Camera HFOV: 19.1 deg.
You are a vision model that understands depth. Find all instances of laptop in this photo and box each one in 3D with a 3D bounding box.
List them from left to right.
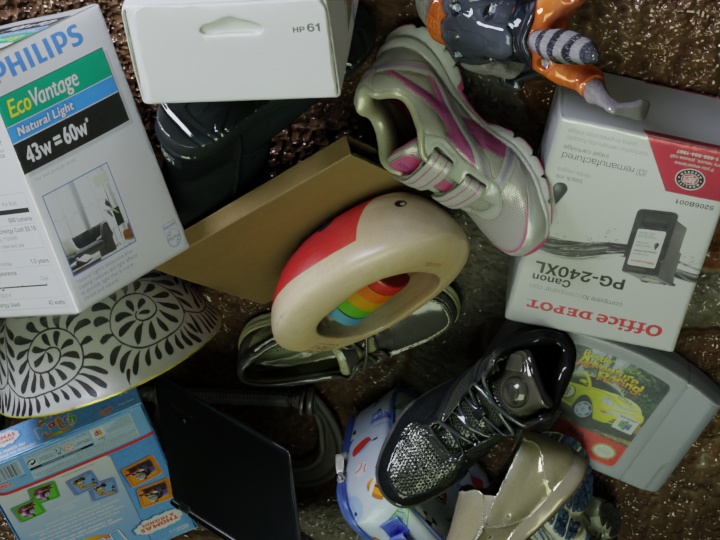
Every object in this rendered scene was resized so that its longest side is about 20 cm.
[{"bbox_3d":[-0.070,0.186,1.831,0.199,0.187,0.117,16,97,-46],"label":"laptop"}]

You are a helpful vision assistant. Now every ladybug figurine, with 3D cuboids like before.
[{"bbox_3d":[0.000,0.000,1.698,0.135,0.072,0.200,4,149,-46],"label":"ladybug figurine"}]

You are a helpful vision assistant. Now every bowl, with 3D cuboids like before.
[{"bbox_3d":[-0.220,0.033,1.744,0.199,0.201,0.095,-15,107,17],"label":"bowl"}]

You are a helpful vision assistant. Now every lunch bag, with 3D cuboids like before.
[{"bbox_3d":[0.056,0.207,1.841,0.075,0.161,0.200,-32,117,25],"label":"lunch bag"}]

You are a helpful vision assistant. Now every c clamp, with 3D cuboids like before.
[{"bbox_3d":[-0.110,0.131,1.889,0.198,0.027,0.172,6,128,2],"label":"c clamp"}]

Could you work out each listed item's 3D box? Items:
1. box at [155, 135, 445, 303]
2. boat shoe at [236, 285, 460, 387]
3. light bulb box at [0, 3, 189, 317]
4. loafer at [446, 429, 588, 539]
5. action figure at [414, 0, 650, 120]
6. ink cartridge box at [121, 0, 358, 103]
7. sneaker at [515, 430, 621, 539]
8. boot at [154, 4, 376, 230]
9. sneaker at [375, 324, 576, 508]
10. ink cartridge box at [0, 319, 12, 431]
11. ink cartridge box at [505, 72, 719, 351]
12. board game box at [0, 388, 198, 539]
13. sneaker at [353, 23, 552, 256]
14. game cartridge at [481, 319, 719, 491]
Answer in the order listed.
[{"bbox_3d":[-0.046,-0.037,1.705,0.199,0.021,0.163,-28,156,24],"label":"box"},{"bbox_3d":[-0.012,0.061,1.801,0.199,0.066,0.072,-13,124,16],"label":"boat shoe"},{"bbox_3d":[-0.264,-0.078,1.620,0.197,0.125,0.201,-3,112,45],"label":"light bulb box"},{"bbox_3d":[0.098,0.209,1.743,0.068,0.076,0.200,43,88,-1],"label":"loafer"},{"bbox_3d":[0.116,-0.202,1.554,0.192,0.104,0.201,12,126,37],"label":"action figure"},{"bbox_3d":[-0.078,-0.206,1.528,0.143,0.201,0.085,-2,126,9],"label":"ink cartridge box"},{"bbox_3d":[0.157,0.200,1.856,0.085,0.077,0.200,10,150,30],"label":"sneaker"},{"bbox_3d":[-0.082,-0.117,1.668,0.077,0.200,0.168,49,159,14],"label":"boot"},{"bbox_3d":[0.092,0.114,1.711,0.199,0.114,0.076,-37,86,-2],"label":"sneaker"},{"bbox_3d":[-0.320,0.055,1.818,0.044,0.094,0.201,7,127,2],"label":"ink cartridge box"},{"bbox_3d":[0.204,-0.045,1.684,0.144,0.084,0.201,11,126,-1],"label":"ink cartridge box"},{"bbox_3d":[-0.240,0.191,1.882,0.150,0.037,0.201,-22,139,-5],"label":"board game box"},{"bbox_3d":[0.063,-0.085,1.628,0.200,0.088,0.081,50,142,1],"label":"sneaker"},{"bbox_3d":[0.200,0.104,1.827,0.199,0.041,0.134,23,122,-10],"label":"game cartridge"}]
